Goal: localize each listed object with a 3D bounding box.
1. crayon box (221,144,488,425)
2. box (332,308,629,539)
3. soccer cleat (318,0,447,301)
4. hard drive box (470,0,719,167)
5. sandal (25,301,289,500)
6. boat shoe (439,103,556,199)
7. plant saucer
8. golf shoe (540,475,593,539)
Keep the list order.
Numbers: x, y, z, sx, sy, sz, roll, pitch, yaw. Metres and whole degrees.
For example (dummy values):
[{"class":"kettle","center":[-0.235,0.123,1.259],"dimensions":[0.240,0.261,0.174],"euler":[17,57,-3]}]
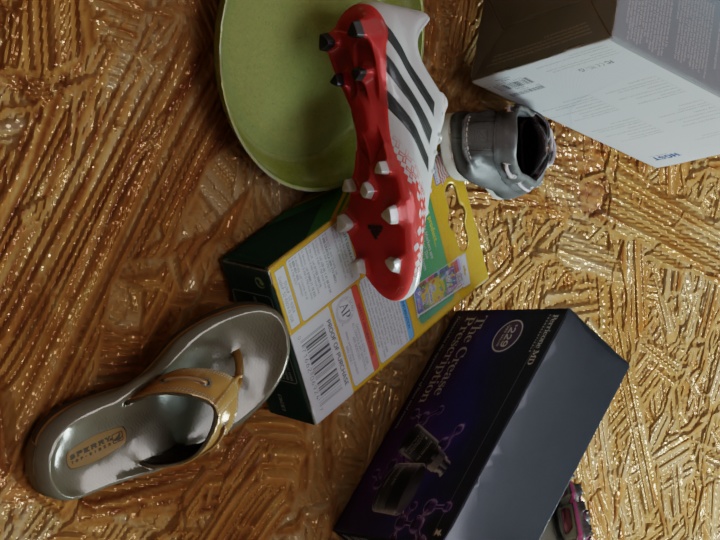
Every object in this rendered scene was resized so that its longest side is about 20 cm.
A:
[{"class":"crayon box","center":[0.000,0.000,1.462],"dimensions":[0.200,0.051,0.127],"euler":[-38,124,-36]},{"class":"box","center":[0.088,0.129,1.514],"dimensions":[0.079,0.141,0.201],"euler":[42,66,-28]},{"class":"soccer cleat","center":[0.026,-0.082,1.397],"dimensions":[0.085,0.068,0.202],"euler":[-9,91,-40]},{"class":"hard drive box","center":[0.207,-0.153,1.531],"dimensions":[0.199,0.155,0.077],"euler":[22,71,-34]},{"class":"sandal","center":[-0.120,0.091,1.327],"dimensions":[0.199,0.054,0.081],"euler":[-29,118,-29]},{"class":"boat shoe","center":[0.115,-0.087,1.520],"dimensions":[0.200,0.057,0.068],"euler":[-2,89,-68]},{"class":"plant saucer","center":[-0.033,-0.155,1.406],"dimensions":[0.199,0.031,0.202],"euler":[-14,110,-45]},{"class":"golf shoe","center":[0.119,0.156,1.572],"dimensions":[0.201,0.091,0.073],"euler":[-98,176,-52]}]
